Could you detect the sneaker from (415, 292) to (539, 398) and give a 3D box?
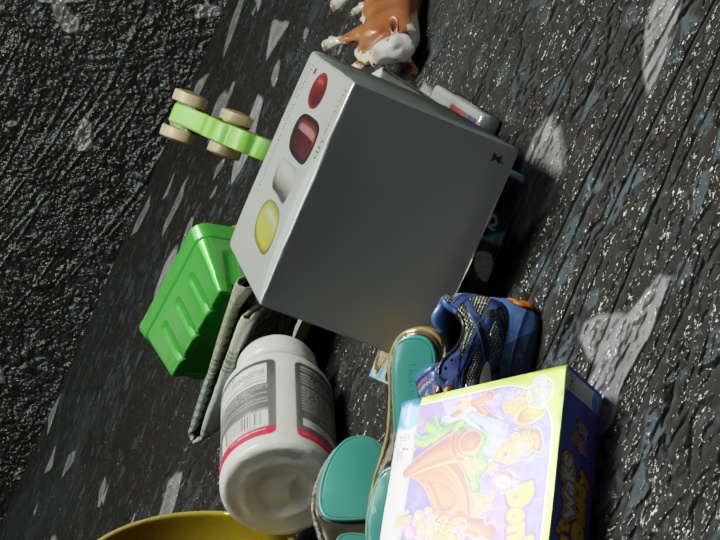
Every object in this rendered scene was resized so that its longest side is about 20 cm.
[{"bbox_3d":[0.072,0.102,1.190,0.075,0.078,0.200,130,156,-51],"label":"sneaker"}]

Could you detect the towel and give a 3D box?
[{"bbox_3d":[-0.102,0.068,1.741,0.193,0.035,0.200,-37,-30,-58],"label":"towel"}]

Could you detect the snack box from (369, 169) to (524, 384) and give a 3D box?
[{"bbox_3d":[0.071,0.008,1.391,0.116,0.037,0.200,-170,101,-75],"label":"snack box"}]

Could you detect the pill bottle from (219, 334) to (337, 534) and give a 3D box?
[{"bbox_3d":[-0.079,0.149,1.579,0.200,0.111,0.111,-96,30,-58],"label":"pill bottle"}]

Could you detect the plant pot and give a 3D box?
[{"bbox_3d":[-0.153,0.327,1.514,0.200,0.200,0.142,-124,30,-71],"label":"plant pot"}]

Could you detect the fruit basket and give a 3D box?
[{"bbox_3d":[-0.174,0.012,2.047,0.216,0.155,0.216,-24,62,57],"label":"fruit basket"}]

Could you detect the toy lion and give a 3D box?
[{"bbox_3d":[-0.148,-0.167,2.153,0.200,0.192,0.069,15,-82,-65],"label":"toy lion"}]

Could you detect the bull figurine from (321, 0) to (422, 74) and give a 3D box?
[{"bbox_3d":[0.022,-0.272,1.832,0.121,0.065,0.200,-17,37,29],"label":"bull figurine"}]

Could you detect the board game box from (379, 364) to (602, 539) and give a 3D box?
[{"bbox_3d":[0.077,0.167,1.047,0.134,0.045,0.200,-17,49,35],"label":"board game box"}]

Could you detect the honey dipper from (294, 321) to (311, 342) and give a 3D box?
[{"bbox_3d":[-0.055,0.046,1.770,0.200,0.038,0.038,-67,16,1],"label":"honey dipper"}]

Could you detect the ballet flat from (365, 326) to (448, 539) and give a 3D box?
[{"bbox_3d":[0.049,0.144,1.255,0.063,0.069,0.200,16,-98,-65],"label":"ballet flat"}]

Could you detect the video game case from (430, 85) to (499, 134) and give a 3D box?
[{"bbox_3d":[0.060,-0.067,1.555,0.200,0.023,0.182,-66,16,9],"label":"video game case"}]

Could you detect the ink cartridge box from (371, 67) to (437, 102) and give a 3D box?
[{"bbox_3d":[-0.018,-0.088,1.576,0.200,0.083,0.145,-25,39,58],"label":"ink cartridge box"}]

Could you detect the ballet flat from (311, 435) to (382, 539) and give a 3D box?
[{"bbox_3d":[-0.007,0.222,1.338,0.200,0.072,0.072,-89,25,-53],"label":"ballet flat"}]

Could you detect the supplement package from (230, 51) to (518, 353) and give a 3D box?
[{"bbox_3d":[0.003,-0.056,1.357,0.191,0.147,0.200,-67,16,8],"label":"supplement package"}]
